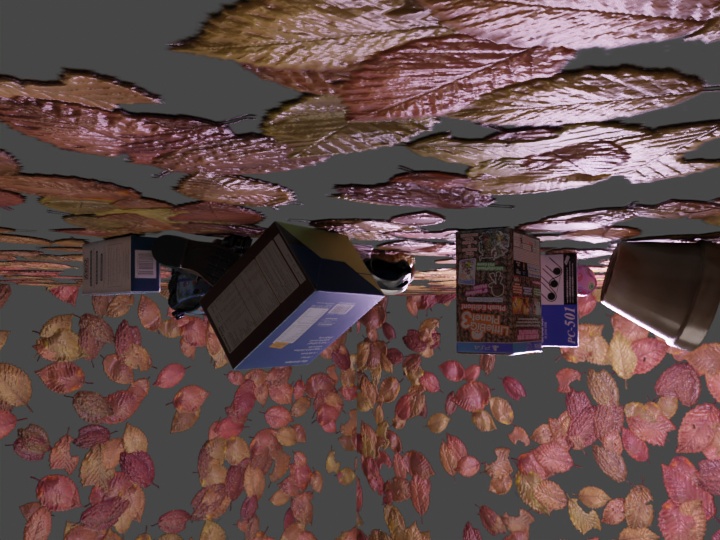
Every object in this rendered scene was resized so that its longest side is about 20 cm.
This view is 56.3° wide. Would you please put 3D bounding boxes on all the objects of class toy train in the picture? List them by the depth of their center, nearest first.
[{"bbox_3d":[-0.252,-0.039,1.228,0.046,0.034,0.200,20,164,-28],"label":"toy train"}]

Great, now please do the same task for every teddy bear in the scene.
[{"bbox_3d":[0.021,-0.013,1.466,0.199,0.067,0.145,-11,179,35],"label":"teddy bear"}]

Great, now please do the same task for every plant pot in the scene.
[{"bbox_3d":[0.541,0.025,1.226,0.172,0.202,0.200,17,180,13],"label":"plant pot"}]

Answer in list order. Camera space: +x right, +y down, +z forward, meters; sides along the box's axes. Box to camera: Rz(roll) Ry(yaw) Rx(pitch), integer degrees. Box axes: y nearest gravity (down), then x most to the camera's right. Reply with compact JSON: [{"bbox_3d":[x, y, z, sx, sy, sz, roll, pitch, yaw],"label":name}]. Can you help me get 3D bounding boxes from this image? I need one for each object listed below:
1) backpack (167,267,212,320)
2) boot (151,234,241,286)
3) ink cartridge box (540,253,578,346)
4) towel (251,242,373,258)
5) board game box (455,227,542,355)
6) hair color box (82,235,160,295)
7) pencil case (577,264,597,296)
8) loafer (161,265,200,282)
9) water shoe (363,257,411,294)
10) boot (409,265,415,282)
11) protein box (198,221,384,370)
[{"bbox_3d":[-0.318,0.030,1.473,0.181,0.136,0.200,1,168,-26],"label":"backpack"},{"bbox_3d":[-0.261,-0.014,1.195,0.199,0.075,0.097,22,-179,0],"label":"boot"},{"bbox_3d":[0.431,0.066,1.482,0.093,0.202,0.044,-2,175,20],"label":"ink cartridge box"},{"bbox_3d":[-0.107,-0.035,1.306,0.199,0.033,0.190,-5,173,41],"label":"towel"},{"bbox_3d":[0.236,0.038,1.133,0.096,0.202,0.159,-3,174,32],"label":"board game box"},{"bbox_3d":[-0.444,-0.006,1.240,0.199,0.101,0.060,-3,176,44],"label":"hair color box"},{"bbox_3d":[0.556,0.030,1.825,0.087,0.088,0.200,1,176,-11],"label":"pencil case"},{"bbox_3d":[-0.334,-0.012,1.346,0.199,0.071,0.068,0,175,-3],"label":"loafer"},{"bbox_3d":[0.000,0.000,1.301,0.198,0.072,0.079,1,147,-11],"label":"water shoe"},{"bbox_3d":[0.035,0.004,1.607,0.199,0.074,0.075,0,166,36],"label":"boot"},{"bbox_3d":[-0.109,0.046,1.091,0.200,0.135,0.198,-42,156,23],"label":"protein box"}]
